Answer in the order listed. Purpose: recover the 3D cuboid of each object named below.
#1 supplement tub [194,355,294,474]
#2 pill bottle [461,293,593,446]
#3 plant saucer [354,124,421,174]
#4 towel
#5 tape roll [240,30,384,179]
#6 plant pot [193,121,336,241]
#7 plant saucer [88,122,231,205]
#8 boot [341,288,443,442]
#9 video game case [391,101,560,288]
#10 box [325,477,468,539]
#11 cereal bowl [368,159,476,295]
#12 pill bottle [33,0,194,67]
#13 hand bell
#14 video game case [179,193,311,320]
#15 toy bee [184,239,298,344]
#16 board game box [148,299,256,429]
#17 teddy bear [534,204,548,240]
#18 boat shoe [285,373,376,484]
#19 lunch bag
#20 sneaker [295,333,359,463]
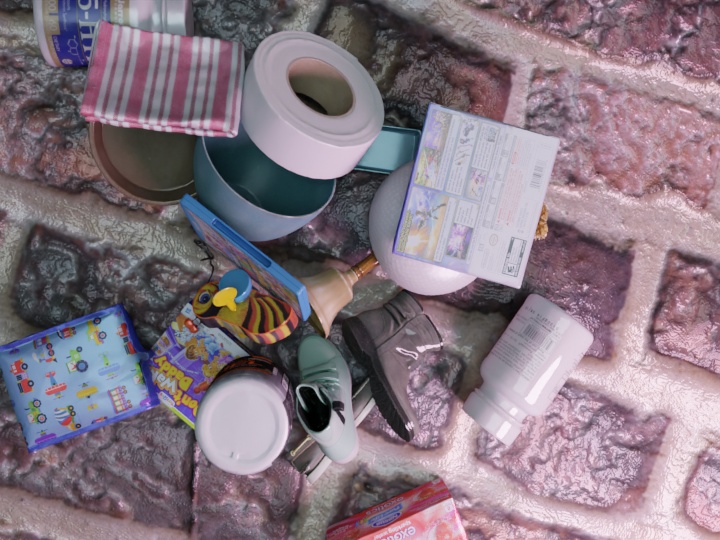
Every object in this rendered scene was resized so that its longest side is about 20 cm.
[{"bbox_3d":[-0.147,0.182,1.054,0.119,0.200,0.126,0,92,-4],"label":"supplement tub"},{"bbox_3d":[0.239,0.146,1.169,0.113,0.114,0.202,35,90,-5],"label":"pill bottle"},{"bbox_3d":[-0.010,-0.185,1.183,0.195,0.019,0.072,7,92,-4],"label":"plant saucer"},{"bbox_3d":[-0.247,-0.244,1.019,0.195,0.030,0.150,5,64,-11],"label":"towel"},{"bbox_3d":[-0.066,-0.228,1.092,0.199,0.071,0.206,17,51,-22],"label":"tape roll"},{"bbox_3d":[-0.150,-0.119,1.105,0.199,0.201,0.135,40,133,-5],"label":"plant pot"},{"bbox_3d":[-0.281,-0.194,1.129,0.195,0.029,0.205,-6,109,-18],"label":"plant saucer"},{"bbox_3d":[0.068,0.128,1.141,0.128,0.068,0.203,-21,71,-20],"label":"boot"},{"bbox_3d":[0.150,-0.099,1.061,0.177,0.045,0.205,15,96,-2],"label":"video game case"},{"bbox_3d":[0.056,0.403,1.177,0.196,0.095,0.105,-22,95,-3],"label":"box"},{"bbox_3d":[0.114,-0.068,1.143,0.195,0.083,0.205,2,84,-17],"label":"cereal bowl"},{"bbox_3d":[-0.334,-0.343,1.101,0.195,0.120,0.123,-1,93,-4],"label":"pill bottle"},{"bbox_3d":[0.000,0.000,1.171,0.198,0.104,0.105,-34,95,-15],"label":"hand bell"},{"bbox_3d":[-0.150,-0.014,1.068,0.199,0.143,0.018,38,77,10],"label":"video game case"},{"bbox_3d":[-0.187,0.056,1.119,0.109,0.198,0.131,-51,133,-15],"label":"toy bee"},{"bbox_3d":[-0.216,0.162,1.171,0.199,0.045,0.135,40,89,-5],"label":"board game box"},{"bbox_3d":[0.213,-0.134,1.143,0.066,0.145,0.202,-28,96,34],"label":"teddy bear"},{"bbox_3d":[-0.030,0.214,1.173,0.060,0.072,0.203,38,84,5],"label":"boat shoe"},{"bbox_3d":[-0.382,0.143,1.117,0.196,0.094,0.154,-18,94,9],"label":"lunch bag"},{"bbox_3d":[-0.056,0.153,1.108,0.072,0.119,0.203,-23,54,5],"label":"sneaker"}]
